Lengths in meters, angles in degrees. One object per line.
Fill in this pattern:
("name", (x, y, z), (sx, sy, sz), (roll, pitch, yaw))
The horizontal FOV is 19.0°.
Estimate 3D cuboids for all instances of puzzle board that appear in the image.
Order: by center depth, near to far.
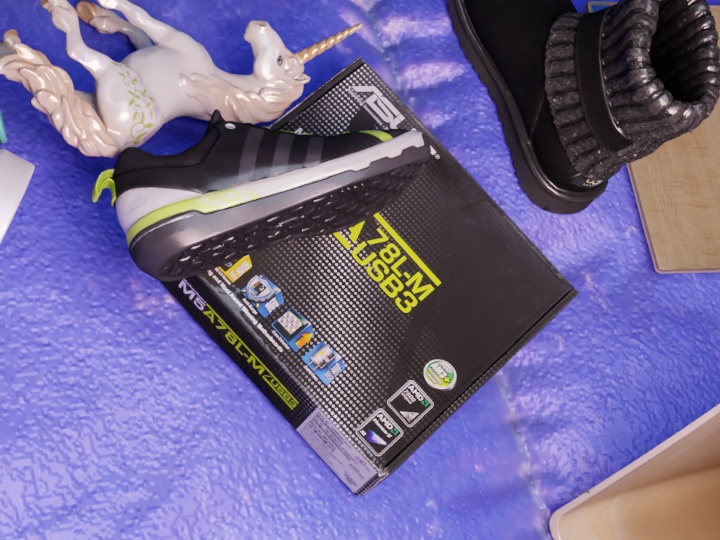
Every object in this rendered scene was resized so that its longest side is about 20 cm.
("puzzle board", (0.236, -0.090, 1.440), (0.151, 0.017, 0.200), (-2, 66, -25))

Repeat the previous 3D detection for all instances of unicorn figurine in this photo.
("unicorn figurine", (-0.118, -0.118, 1.243), (0.137, 0.074, 0.200), (42, 52, 5))

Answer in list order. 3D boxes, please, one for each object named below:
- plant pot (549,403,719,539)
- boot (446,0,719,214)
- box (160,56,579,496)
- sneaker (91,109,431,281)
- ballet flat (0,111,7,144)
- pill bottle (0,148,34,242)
("plant pot", (0.268, 0.165, 1.231), (0.177, 0.200, 0.200), (-18, 74, -43))
("boot", (0.140, -0.154, 1.339), (0.079, 0.158, 0.211), (-12, 71, -30))
("box", (0.000, 0.000, 1.262), (0.200, 0.048, 0.193), (48, 58, 4))
("sneaker", (-0.052, -0.061, 1.200), (0.200, 0.072, 0.083), (-18, 70, -29))
("ballet flat", (-0.247, -0.146, 1.215), (0.069, 0.069, 0.200), (-2, 62, -27))
("pill bottle", (-0.278, -0.064, 1.121), (0.200, 0.112, 0.112), (26, 57, -11))
